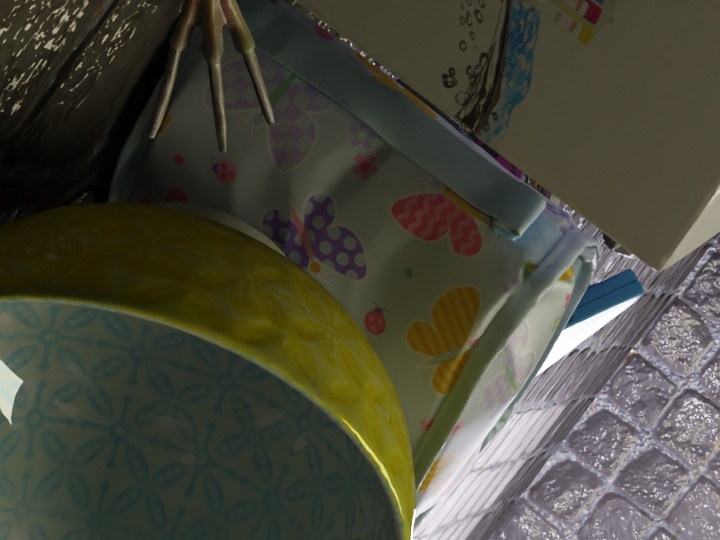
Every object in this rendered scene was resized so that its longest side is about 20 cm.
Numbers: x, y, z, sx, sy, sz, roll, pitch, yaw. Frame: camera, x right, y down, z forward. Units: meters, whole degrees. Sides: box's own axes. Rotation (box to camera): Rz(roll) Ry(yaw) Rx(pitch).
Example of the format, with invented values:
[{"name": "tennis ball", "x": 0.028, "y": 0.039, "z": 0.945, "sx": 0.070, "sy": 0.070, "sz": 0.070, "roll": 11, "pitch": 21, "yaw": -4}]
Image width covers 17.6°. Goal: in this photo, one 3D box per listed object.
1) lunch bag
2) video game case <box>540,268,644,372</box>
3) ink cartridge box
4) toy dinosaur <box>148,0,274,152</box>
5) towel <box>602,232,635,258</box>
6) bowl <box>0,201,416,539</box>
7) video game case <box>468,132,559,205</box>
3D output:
[{"name": "lunch bag", "x": -0.003, "y": -0.006, "z": 0.900, "sx": 0.127, "sy": 0.170, "sz": 0.200, "roll": -48, "pitch": 167, "yaw": -32}, {"name": "video game case", "x": 0.040, "y": 0.066, "z": 1.213, "sx": 0.200, "sy": 0.018, "sz": 0.143, "roll": -23, "pitch": 169, "yaw": -34}, {"name": "ink cartridge box", "x": 0.087, "y": -0.125, "z": 0.818, "sx": 0.145, "sy": 0.200, "sz": 0.147, "roll": -57, "pitch": 168, "yaw": 24}, {"name": "toy dinosaur", "x": -0.076, "y": -0.132, "z": 0.575, "sx": 0.181, "sy": 0.105, "sz": 0.200, "roll": -33, "pitch": 124, "yaw": -23}, {"name": "towel", "x": 0.192, "y": -0.105, "z": 1.163, "sx": 0.166, "sy": 0.086, "sz": 0.200, "roll": -30, "pitch": -158, "yaw": 29}, {"name": "bowl", "x": -0.071, "y": 0.040, "z": 0.804, "sx": 0.200, "sy": 0.200, "sz": 0.108, "roll": 115, "pitch": -6, "yaw": -47}, {"name": "video game case", "x": 0.085, "y": -0.075, "z": 1.179, "sx": 0.181, "sy": 0.036, "sz": 0.200, "roll": 35, "pitch": 67, "yaw": -79}]
